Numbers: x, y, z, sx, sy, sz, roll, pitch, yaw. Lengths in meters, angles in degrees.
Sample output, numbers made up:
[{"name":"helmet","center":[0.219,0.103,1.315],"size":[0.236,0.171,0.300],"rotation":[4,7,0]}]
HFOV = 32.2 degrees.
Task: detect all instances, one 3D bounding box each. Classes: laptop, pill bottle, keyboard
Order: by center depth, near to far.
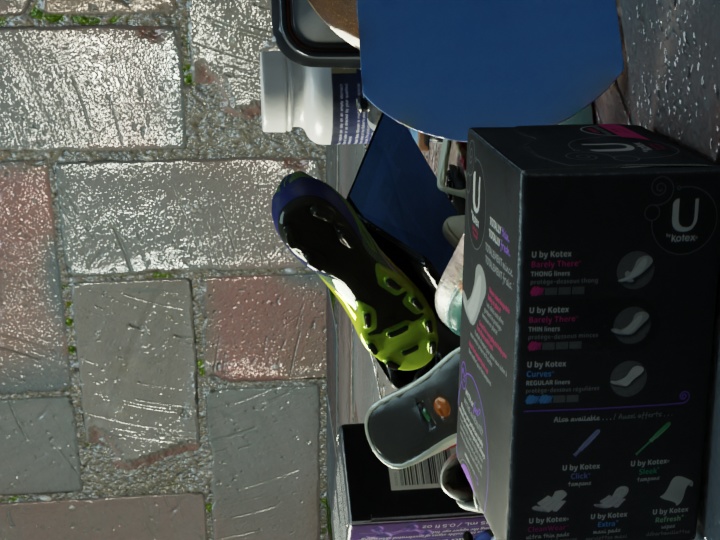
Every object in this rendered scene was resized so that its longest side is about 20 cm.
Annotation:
[{"name":"laptop","center":[0.077,-0.017,1.066],"size":[0.200,0.116,0.187],"rotation":[35,165,50]},{"name":"pill bottle","center":[-0.002,-0.185,1.273],"size":[0.111,0.199,0.111],"rotation":[177,90,-84]},{"name":"keyboard","center":[0.085,-0.002,1.286],"size":[0.104,0.039,0.201],"rotation":[-104,12,-67]}]

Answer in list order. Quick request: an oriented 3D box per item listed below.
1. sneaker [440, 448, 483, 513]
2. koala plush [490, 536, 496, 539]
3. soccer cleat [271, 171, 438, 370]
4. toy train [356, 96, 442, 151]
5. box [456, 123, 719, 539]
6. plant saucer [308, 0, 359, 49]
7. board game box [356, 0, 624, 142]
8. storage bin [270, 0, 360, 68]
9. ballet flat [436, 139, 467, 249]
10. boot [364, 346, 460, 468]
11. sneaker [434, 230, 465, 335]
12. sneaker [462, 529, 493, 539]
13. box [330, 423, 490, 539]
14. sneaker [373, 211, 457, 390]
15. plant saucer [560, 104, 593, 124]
[{"name":"sneaker","center":[0.101,0.145,0.955],"size":[0.200,0.088,0.074],"rotation":[178,89,-86]},{"name":"koala plush","center":[0.099,0.245,0.699],"size":[0.177,0.183,0.201],"rotation":[-106,26,-65]},{"name":"soccer cleat","center":[0.001,-0.001,0.989],"size":[0.200,0.065,0.084],"rotation":[51,-167,-31]},{"name":"toy train","center":[0.055,-0.204,1.132],"size":[0.087,0.114,0.200],"rotation":[-99,9,-53]},{"name":"box","center":[0.115,0.031,0.660],"size":[0.122,0.106,0.201],"rotation":[-116,25,-71]},{"name":"plant saucer","center":[0.047,-0.237,0.827],"size":[0.034,0.200,0.201],"rotation":[-157,65,-69]},{"name":"board game box","center":[0.078,-0.168,0.780],"size":[0.039,0.157,0.201],"rotation":[53,-149,-71]},{"name":"storage bin","center":[0.045,-0.235,0.924],"size":[0.134,0.199,0.146],"rotation":[171,97,-73]},{"name":"ballet flat","center":[0.096,-0.058,1.033],"size":[0.076,0.064,0.201],"rotation":[111,155,-74]},{"name":"boot","center":[0.113,0.074,0.893],"size":[0.200,0.144,0.073],"rotation":[-28,84,44]},{"name":"sneaker","center":[0.106,0.003,0.814],"size":[0.080,0.071,0.200],"rotation":[43,153,16]},{"name":"sneaker","center":[0.112,0.264,0.985],"size":[0.199,0.080,0.116],"rotation":[122,149,-68]},{"name":"box","center":[0.051,0.235,1.187],"size":[0.200,0.147,0.105],"rotation":[93,171,-52]},{"name":"sneaker","center":[0.054,0.024,1.190],"size":[0.111,0.077,0.201],"rotation":[-8,-86,-56]},{"name":"plant saucer","center":[0.123,-0.082,0.894],"size":[0.200,0.036,0.201],"rotation":[178,90,-84]}]
